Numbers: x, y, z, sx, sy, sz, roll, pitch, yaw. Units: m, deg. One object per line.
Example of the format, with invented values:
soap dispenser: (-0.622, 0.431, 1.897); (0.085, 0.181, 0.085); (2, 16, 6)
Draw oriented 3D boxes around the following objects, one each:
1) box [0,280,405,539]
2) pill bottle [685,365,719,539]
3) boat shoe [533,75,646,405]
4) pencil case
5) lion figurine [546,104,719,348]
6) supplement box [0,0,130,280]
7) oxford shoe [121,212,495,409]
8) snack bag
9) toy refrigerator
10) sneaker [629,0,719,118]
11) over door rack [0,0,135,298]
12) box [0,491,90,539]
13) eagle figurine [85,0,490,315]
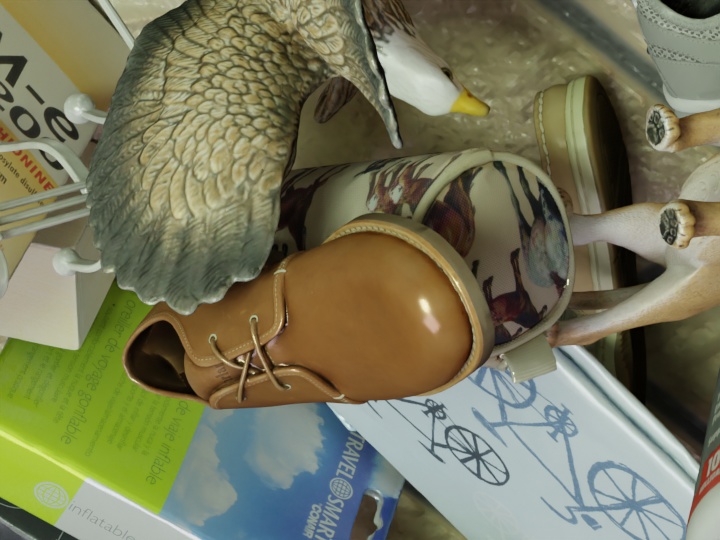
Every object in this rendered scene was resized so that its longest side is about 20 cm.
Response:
box: (-0.082, 0.087, 1.194); (0.200, 0.122, 0.048); (30, 131, -9)
pill bottle: (0.199, 0.052, 1.013); (0.116, 0.200, 0.116); (9, 133, 10)
boat shoe: (0.085, 0.003, 1.096); (0.066, 0.074, 0.200); (0, 130, 12)
pencil case: (0.000, 0.000, 1.022); (0.200, 0.078, 0.090); (-2, 96, 57)
lion figurine: (0.145, -0.021, 0.976); (0.122, 0.073, 0.200); (-5, 169, -27)
supplement box: (-0.188, -0.059, 1.045); (0.073, 0.200, 0.126); (-22, 122, 38)
oxford shoe: (-0.023, 0.027, 0.934); (0.200, 0.071, 0.071); (-12, 105, 57)
snack bag: (0.068, 0.077, 1.133); (0.189, 0.021, 0.200); (43, 153, 3)
toy refrigerator: (-0.213, -0.026, 1.170); (0.200, 0.076, 0.070); (11, 133, 9)
sneaker: (0.188, -0.109, 0.959); (0.200, 0.075, 0.082); (-21, 123, 33)
over door rack: (-0.148, -0.088, 0.993); (0.067, 0.148, 0.200); (-26, 87, 36)
box: (-0.175, 0.143, 1.269); (0.115, 0.132, 0.200); (33, 132, -6)
eagle figurine: (-0.020, -0.091, 0.952); (0.151, 0.200, 0.152); (4, 114, 25)
